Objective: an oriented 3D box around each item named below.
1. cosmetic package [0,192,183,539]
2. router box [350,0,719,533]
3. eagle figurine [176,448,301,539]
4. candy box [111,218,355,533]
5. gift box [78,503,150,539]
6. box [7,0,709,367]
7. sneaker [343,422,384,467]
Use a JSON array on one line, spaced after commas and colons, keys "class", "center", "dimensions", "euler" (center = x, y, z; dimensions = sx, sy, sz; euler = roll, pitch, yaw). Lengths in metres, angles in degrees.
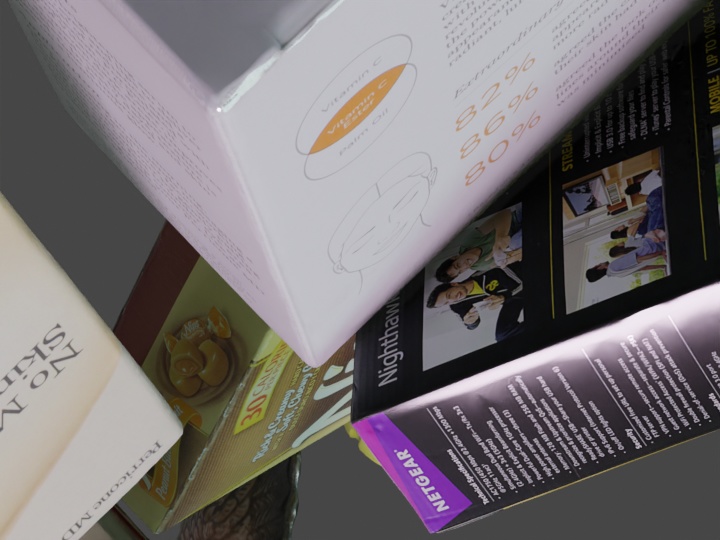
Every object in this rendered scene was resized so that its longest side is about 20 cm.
[{"class": "cosmetic package", "center": [-0.122, 0.019, 0.700], "dimensions": [0.104, 0.073, 0.200], "euler": [-44, 157, -6]}, {"class": "router box", "center": [0.075, -0.036, 0.821], "dimensions": [0.148, 0.051, 0.201], "euler": [-21, -144, 21]}, {"class": "eagle figurine", "center": [-0.068, 0.140, 1.105], "dimensions": [0.201, 0.150, 0.152], "euler": [68, 23, -43]}, {"class": "candy box", "center": [0.000, 0.000, 1.008], "dimensions": [0.200, 0.055, 0.116], "euler": [-29, 157, -44]}, {"class": "gift box", "center": [-0.116, 0.148, 0.855], "dimensions": [0.185, 0.187, 0.200], "euler": [-45, 164, 0]}, {"class": "box", "center": [-0.001, -0.087, 0.708], "dimensions": [0.152, 0.106, 0.200], "euler": [-42, 164, -9]}, {"class": "sneaker", "center": [0.080, 0.008, 1.187], "dimensions": [0.200, 0.074, 0.084], "euler": [-39, 166, -19]}]
